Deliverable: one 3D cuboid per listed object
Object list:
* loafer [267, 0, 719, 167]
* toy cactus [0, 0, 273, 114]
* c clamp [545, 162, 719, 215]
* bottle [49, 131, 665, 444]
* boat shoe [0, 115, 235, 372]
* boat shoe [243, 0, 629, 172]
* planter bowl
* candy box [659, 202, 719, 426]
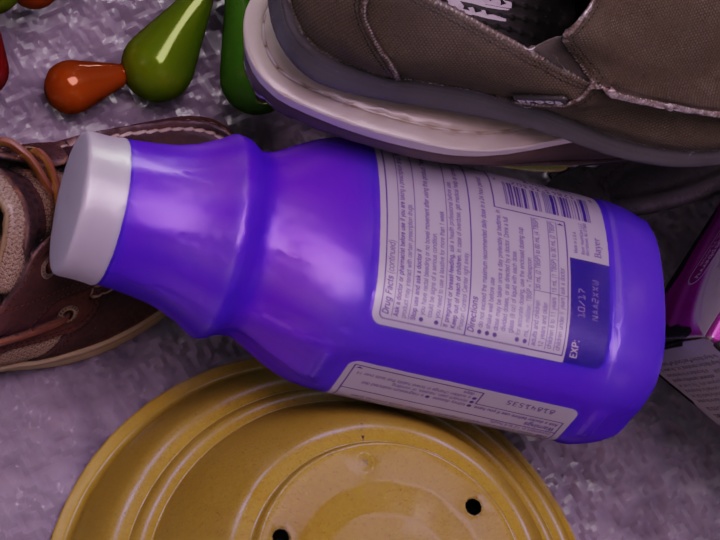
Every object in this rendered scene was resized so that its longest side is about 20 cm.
[{"bbox_3d":[0.074,-0.079,0.785,0.199,0.070,0.076,2,73,-18],"label":"loafer"},{"bbox_3d":[-0.054,-0.137,0.894,0.199,0.102,0.166,-9,81,-12],"label":"toy cactus"},{"bbox_3d":[0.080,-0.085,0.932,0.170,0.027,0.201,-19,65,9],"label":"c clamp"},{"bbox_3d":[0.000,0.000,0.829,0.199,0.065,0.084,12,53,-17],"label":"bottle"},{"bbox_3d":[-0.118,-0.006,0.845,0.199,0.072,0.072,-21,77,-22],"label":"boat shoe"},{"bbox_3d":[0.052,-0.066,0.845,0.199,0.060,0.072,-2,75,-19],"label":"boat shoe"},{"bbox_3d":[-0.001,0.111,0.831,0.199,0.083,0.202,5,69,-14],"label":"planter bowl"},{"bbox_3d":[0.210,0.032,0.876,0.200,0.061,0.137,39,73,-14],"label":"candy box"}]
